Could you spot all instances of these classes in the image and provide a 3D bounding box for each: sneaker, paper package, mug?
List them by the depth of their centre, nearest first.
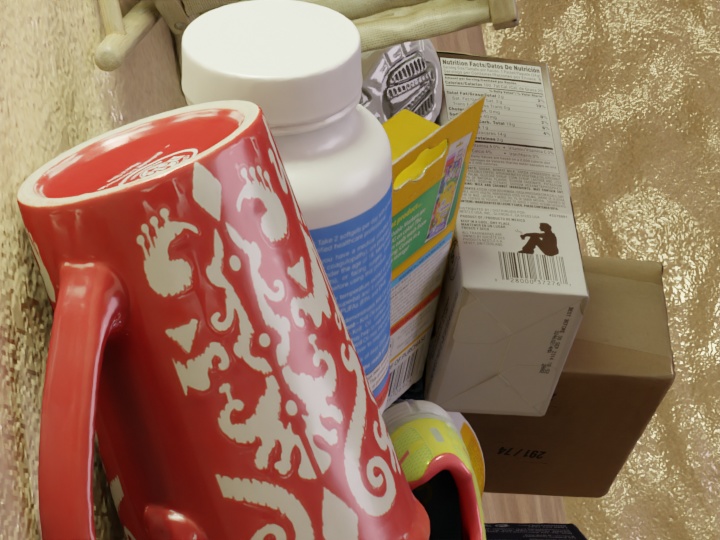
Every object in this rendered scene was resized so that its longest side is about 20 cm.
[{"bbox_3d":[-0.062,0.048,0.807,0.178,0.132,0.202,-80,153,-70],"label":"mug"},{"bbox_3d":[0.033,0.179,1.084,0.090,0.077,0.202,-151,-122,-72],"label":"sneaker"},{"bbox_3d":[-0.042,-0.080,1.145,0.199,0.099,0.079,-30,116,-43],"label":"sneaker"},{"bbox_3d":[0.108,0.075,1.416,0.191,0.198,0.104,109,-18,-53],"label":"paper package"}]

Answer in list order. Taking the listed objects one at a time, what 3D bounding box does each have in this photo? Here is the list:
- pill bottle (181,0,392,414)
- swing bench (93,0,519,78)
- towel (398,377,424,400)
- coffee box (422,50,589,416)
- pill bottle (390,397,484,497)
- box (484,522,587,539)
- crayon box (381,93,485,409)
[{"bbox_3d":[-0.039,-0.019,0.928,0.113,0.111,0.202,-86,178,-58],"label":"pill bottle"},{"bbox_3d":[-0.031,-0.177,1.019,0.200,0.197,0.131,-15,94,-81],"label":"swing bench"},{"bbox_3d":[0.023,-0.003,1.279,0.049,0.110,0.201,101,6,-46],"label":"towel"},{"bbox_3d":[0.077,-0.025,1.200,0.114,0.079,0.201,104,-14,-46],"label":"coffee box"},{"bbox_3d":[0.021,0.137,1.236,0.200,0.112,0.114,-50,128,-78],"label":"pill bottle"},{"bbox_3d":[0.103,0.284,1.301,0.200,0.116,0.199,-141,-127,-83],"label":"box"},{"bbox_3d":[0.000,0.000,1.075,0.126,0.051,0.201,-38,149,-46],"label":"crayon box"}]
